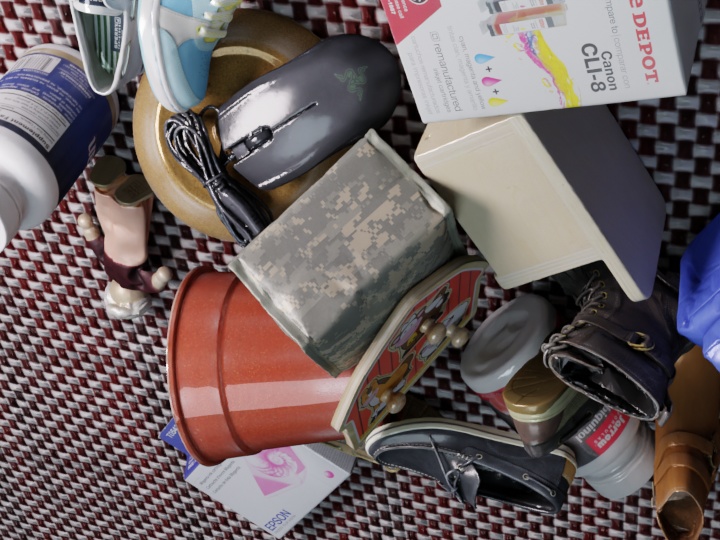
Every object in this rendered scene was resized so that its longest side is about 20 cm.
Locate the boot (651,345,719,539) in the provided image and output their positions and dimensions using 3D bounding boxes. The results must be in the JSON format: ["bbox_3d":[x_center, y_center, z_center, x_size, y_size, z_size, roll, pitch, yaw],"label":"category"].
[{"bbox_3d":[0.293,0.138,1.116,0.073,0.155,0.201,-4,129,27],"label":"boot"}]

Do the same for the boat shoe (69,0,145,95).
[{"bbox_3d":[-0.214,-0.240,1.047,0.073,0.067,0.201,9,134,15],"label":"boat shoe"}]

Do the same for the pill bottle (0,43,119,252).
[{"bbox_3d":[-0.309,-0.107,1.118,0.110,0.201,0.112,12,135,13],"label":"pill bottle"}]

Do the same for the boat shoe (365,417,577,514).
[{"bbox_3d":[0.099,0.183,1.138,0.198,0.063,0.075,9,147,8],"label":"boat shoe"}]

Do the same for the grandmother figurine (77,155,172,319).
[{"bbox_3d":[-0.241,-0.020,1.279,0.121,0.060,0.201,41,145,24],"label":"grandmother figurine"}]

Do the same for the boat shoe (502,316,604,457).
[{"bbox_3d":[0.188,0.095,1.077,0.073,0.199,0.065,11,119,39],"label":"boat shoe"}]

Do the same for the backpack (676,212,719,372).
[{"bbox_3d":[0.372,0.039,0.984,0.199,0.169,0.163,26,141,-11],"label":"backpack"}]

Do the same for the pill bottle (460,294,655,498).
[{"bbox_3d":[0.198,0.126,1.180,0.200,0.111,0.110,44,133,-19],"label":"pill bottle"}]

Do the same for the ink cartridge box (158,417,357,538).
[{"bbox_3d":[-0.131,0.221,1.464,0.199,0.044,0.197,32,136,-9],"label":"ink cartridge box"}]

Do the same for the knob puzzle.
[{"bbox_3d":[0.050,0.067,1.048,0.030,0.219,0.221,39,139,17],"label":"knob puzzle"}]

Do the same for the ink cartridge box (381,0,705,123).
[{"bbox_3d":[0.132,-0.210,0.868,0.198,0.145,0.146,-4,129,25],"label":"ink cartridge box"}]

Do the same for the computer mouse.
[{"bbox_3d":[-0.054,-0.116,1.004,0.199,0.053,0.139,-35,94,8],"label":"computer mouse"}]

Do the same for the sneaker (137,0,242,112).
[{"bbox_3d":[-0.103,-0.222,0.969,0.129,0.080,0.202,6,106,13],"label":"sneaker"}]

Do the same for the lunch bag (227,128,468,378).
[{"bbox_3d":[0.000,0.000,1.035,0.118,0.164,0.200,46,176,20],"label":"lunch bag"}]

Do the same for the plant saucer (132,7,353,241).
[{"bbox_3d":[-0.102,-0.122,1.052,0.198,0.035,0.203,1,98,4],"label":"plant saucer"}]

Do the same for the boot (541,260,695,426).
[{"bbox_3d":[0.195,0.036,1.027,0.199,0.174,0.070,31,125,21],"label":"boot"}]

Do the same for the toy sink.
[{"bbox_3d":[0.149,-0.071,1.003,0.111,0.131,0.200,-20,122,36],"label":"toy sink"}]

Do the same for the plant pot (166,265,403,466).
[{"bbox_3d":[-0.062,0.090,1.215,0.193,0.202,0.202,-4,130,16],"label":"plant pot"}]

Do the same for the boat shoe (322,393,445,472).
[{"bbox_3d":[0.013,0.171,1.339,0.198,0.074,0.063,16,143,25],"label":"boat shoe"}]
